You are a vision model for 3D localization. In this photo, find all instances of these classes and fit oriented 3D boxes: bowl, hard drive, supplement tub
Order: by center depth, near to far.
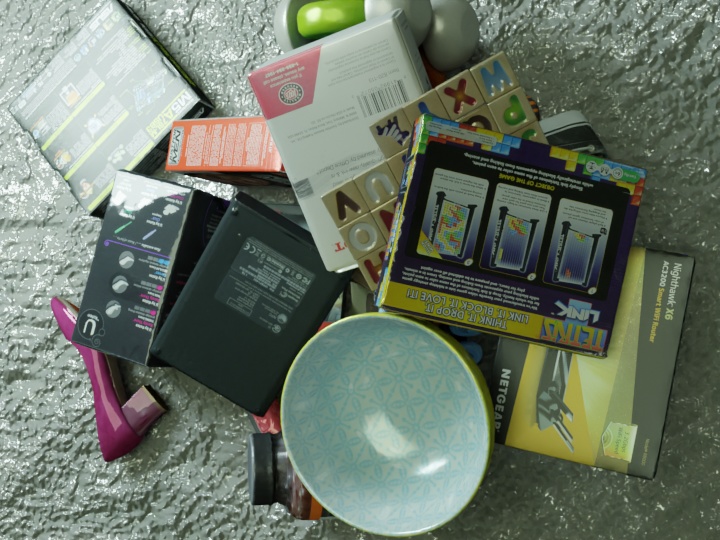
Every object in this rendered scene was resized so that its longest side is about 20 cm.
[{"bbox_3d":[0.039,0.128,0.930,0.199,0.108,0.201,4,100,24],"label":"bowl"},{"bbox_3d":[-0.012,0.196,1.024,0.199,0.107,0.107,-1,83,-10],"label":"supplement tub"},{"bbox_3d":[-0.112,0.039,1.037,0.139,0.033,0.200,31,111,-4],"label":"hard drive"}]

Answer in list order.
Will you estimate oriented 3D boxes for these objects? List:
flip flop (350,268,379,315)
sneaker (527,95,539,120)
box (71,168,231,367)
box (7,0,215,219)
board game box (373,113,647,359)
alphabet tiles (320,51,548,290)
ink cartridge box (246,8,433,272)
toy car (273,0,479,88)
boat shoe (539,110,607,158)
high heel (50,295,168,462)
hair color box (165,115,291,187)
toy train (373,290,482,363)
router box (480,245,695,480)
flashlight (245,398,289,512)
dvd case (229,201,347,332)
[{"bbox_3d":[0.000,0.000,1.057,0.081,0.057,0.201,27,132,42],"label":"flip flop"},{"bbox_3d":[0.100,-0.144,1.029,0.199,0.112,0.078,-26,72,-12],"label":"sneaker"},{"bbox_3d":[-0.228,0.001,1.150,0.106,0.122,0.201,15,89,19],"label":"box"},{"bbox_3d":[-0.307,-0.198,1.241,0.200,0.047,0.193,-44,75,9],"label":"box"},{"bbox_3d":[0.126,-0.027,0.862,0.199,0.057,0.166,13,90,-7],"label":"board game box"},{"bbox_3d":[0.074,-0.071,0.898,0.199,0.008,0.168,-29,106,3],"label":"alphabet tiles"},{"bbox_3d":[0.004,-0.118,0.939,0.146,0.083,0.201,-18,106,14],"label":"ink cartridge box"},{"bbox_3d":[0.015,-0.217,1.054,0.175,0.200,0.151,3,91,38],"label":"toy car"},{"bbox_3d":[0.155,-0.092,1.028,0.199,0.074,0.068,-22,62,-14],"label":"boat shoe"},{"bbox_3d":[-0.323,0.125,1.197,0.096,0.067,0.200,-43,76,-1],"label":"high heel"},{"bbox_3d":[-0.110,-0.126,1.096,0.200,0.101,0.062,7,88,46],"label":"hair color box"},{"bbox_3d":[0.060,0.062,1.012,0.114,0.200,0.087,-1,50,-13],"label":"toy train"},{"bbox_3d":[0.206,0.073,0.923,0.157,0.052,0.201,10,88,19],"label":"router box"},{"bbox_3d":[-0.094,0.162,1.116,0.068,0.068,0.201,-29,76,5],"label":"flashlight"},{"bbox_3d":[-0.086,0.023,1.118,0.145,0.022,0.201,2,74,8],"label":"dvd case"}]
